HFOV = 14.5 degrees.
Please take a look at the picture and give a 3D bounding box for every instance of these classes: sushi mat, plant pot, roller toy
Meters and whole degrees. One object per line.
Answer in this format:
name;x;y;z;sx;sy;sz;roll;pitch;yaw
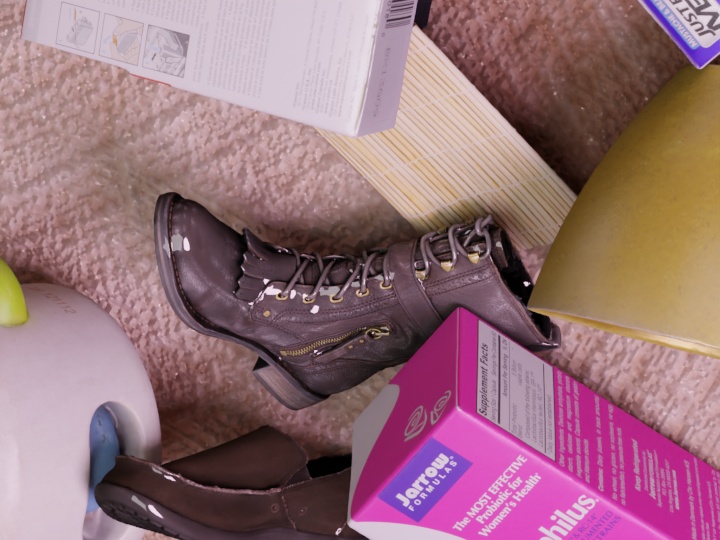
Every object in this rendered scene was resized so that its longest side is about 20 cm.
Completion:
sushi mat;0.041;-0.062;1.507;0.096;0.012;0.200;-19;139;28
plant pot;0.199;-0.025;1.451;0.200;0.200;0.142;14;88;14
roller toy;-0.209;0.101;1.628;0.200;0.140;0.183;-44;63;39

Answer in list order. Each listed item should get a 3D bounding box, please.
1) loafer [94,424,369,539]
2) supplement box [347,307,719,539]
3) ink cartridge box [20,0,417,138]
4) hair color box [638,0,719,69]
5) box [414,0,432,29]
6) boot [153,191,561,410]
loafer;-0.069;0.120;1.596;0.073;0.200;0.071;12;89;40
supplement box;0.102;0.127;1.537;0.200;0.103;0.101;33;118;-15
ink cartridge box;-0.070;-0.145;1.432;0.200;0.050;0.109;17;105;23
hair color box;0.233;-0.194;1.405;0.200;0.109;0.065;-41;92;26
box;-0.018;-0.221;1.484;0.122;0.106;0.200;15;113;13
boot;0.000;0.000;1.551;0.174;0.069;0.200;-17;141;26
